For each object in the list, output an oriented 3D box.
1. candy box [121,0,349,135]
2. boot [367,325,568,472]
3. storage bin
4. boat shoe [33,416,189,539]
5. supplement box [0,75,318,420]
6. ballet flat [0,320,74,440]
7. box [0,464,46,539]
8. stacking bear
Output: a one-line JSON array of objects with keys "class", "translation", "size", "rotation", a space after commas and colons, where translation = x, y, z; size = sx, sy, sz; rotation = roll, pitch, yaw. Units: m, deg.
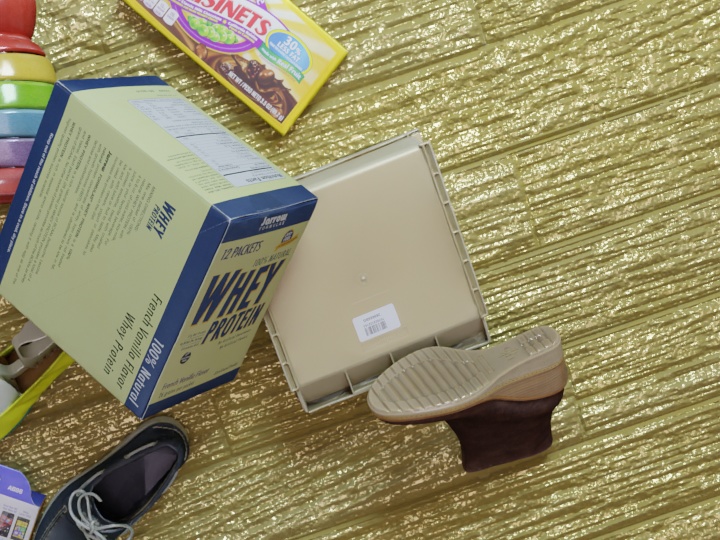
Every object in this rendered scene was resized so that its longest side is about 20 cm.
[{"class": "candy box", "translation": [-0.117, -0.228, 1.108], "size": [0.199, 0.026, 0.103], "rotation": [39, 91, -9]}, {"class": "boot", "translation": [0.101, 0.140, 1.114], "size": [0.197, 0.073, 0.168], "rotation": [-16, 136, -14]}, {"class": "storage bin", "translation": [0.000, 0.000, 1.118], "size": [0.197, 0.094, 0.201], "rotation": [-20, 100, -1]}, {"class": "boat shoe", "translation": [-0.241, 0.225, 1.148], "size": [0.199, 0.062, 0.075], "rotation": [-39, 105, 3]}, {"class": "supplement box", "translation": [-0.178, -0.026, 1.016], "size": [0.199, 0.134, 0.202], "rotation": [36, 116, 19]}, {"class": "ballet flat", "translation": [-0.316, 0.088, 1.115], "size": [0.199, 0.067, 0.067], "rotation": [-41, 65, 1]}, {"class": "box", "translation": [-0.385, 0.273, 1.157], "size": [0.117, 0.041, 0.203], "rotation": [20, 94, -7]}, {"class": "stacking bear", "translation": [-0.322, -0.164, 1.064], "size": [0.112, 0.121, 0.204], "rotation": [-5, 91, -16]}]
